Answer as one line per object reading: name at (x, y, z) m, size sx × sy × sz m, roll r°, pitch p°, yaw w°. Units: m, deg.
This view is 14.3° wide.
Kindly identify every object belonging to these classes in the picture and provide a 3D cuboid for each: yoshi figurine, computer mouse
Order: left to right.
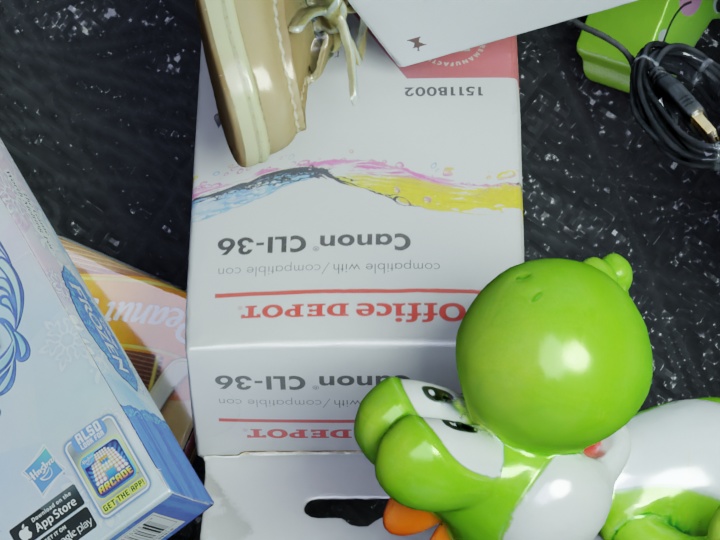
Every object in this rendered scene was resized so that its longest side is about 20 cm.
computer mouse at (0.078, -0.097, 1.007) m, size 0.058 × 0.200 × 0.034 m, roll -12°, pitch 129°, yaw -31°
yoshi figurine at (0.096, 0.051, 0.914) m, size 0.199 × 0.112 × 0.113 m, roll 13°, pitch 81°, yaw -34°

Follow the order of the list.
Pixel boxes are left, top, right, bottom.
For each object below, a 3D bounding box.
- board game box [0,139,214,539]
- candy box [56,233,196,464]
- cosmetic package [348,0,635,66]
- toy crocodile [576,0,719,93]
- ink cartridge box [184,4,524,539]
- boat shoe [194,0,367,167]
board game box at (-0.180, 0.054, 0.978) m, size 0.200 × 0.043 × 0.199 m, roll -36°, pitch 69°, yaw 9°
candy box at (-0.154, 0.031, 1.058) m, size 0.199 × 0.055 × 0.116 m, roll 23°, pitch 89°, yaw 2°
cosmetic package at (0.094, -0.166, 0.985) m, size 0.199 × 0.052 × 0.151 m, roll -15°, pitch 54°, yaw 23°
toy crocodile at (0.132, -0.159, 1.054) m, size 0.067 × 0.062 × 0.201 m, roll 17°, pitch 90°, yaw 44°
ink cartridge box at (0.000, 0.000, 0.996) m, size 0.116 × 0.068 × 0.201 m, roll -1°, pitch 51°, yaw 2°
boat shoe at (-0.026, -0.119, 1.005) m, size 0.062 × 0.073 × 0.201 m, roll -4°, pitch 48°, yaw 2°
